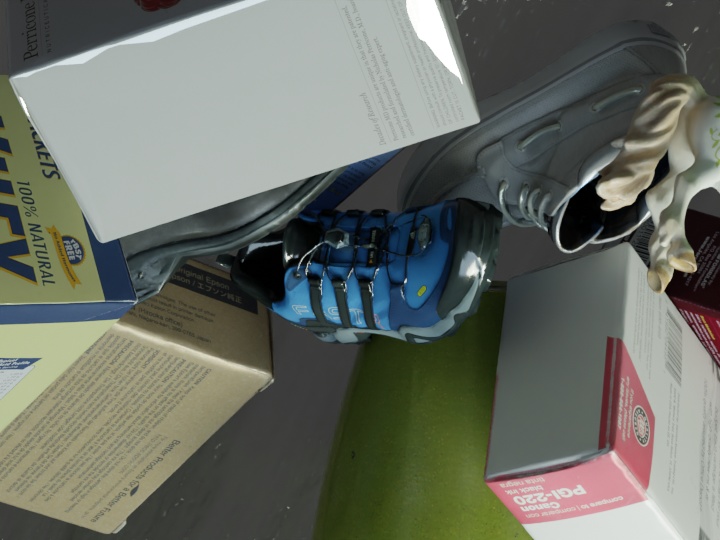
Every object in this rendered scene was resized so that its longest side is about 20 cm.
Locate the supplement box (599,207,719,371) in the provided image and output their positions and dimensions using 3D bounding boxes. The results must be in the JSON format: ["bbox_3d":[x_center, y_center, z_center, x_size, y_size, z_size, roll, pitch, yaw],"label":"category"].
[{"bbox_3d":[0.238,0.031,1.280,0.199,0.061,0.109,20,158,39],"label":"supplement box"}]

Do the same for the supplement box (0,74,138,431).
[{"bbox_3d":[-0.258,0.004,1.178,0.199,0.135,0.200,-1,153,-39],"label":"supplement box"}]

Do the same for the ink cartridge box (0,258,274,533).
[{"bbox_3d":[-0.172,0.064,1.367,0.164,0.076,0.200,21,134,-29],"label":"ink cartridge box"}]

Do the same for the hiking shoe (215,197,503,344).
[{"bbox_3d":[0.000,0.000,1.245,0.086,0.075,0.200,19,158,-28],"label":"hiking shoe"}]

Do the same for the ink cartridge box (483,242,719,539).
[{"bbox_3d":[0.155,0.106,1.261,0.084,0.146,0.200,-17,133,29],"label":"ink cartridge box"}]

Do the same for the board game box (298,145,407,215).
[{"bbox_3d":[-0.071,-0.096,1.223,0.199,0.020,0.103,26,132,-31],"label":"board game box"}]

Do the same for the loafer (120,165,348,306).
[{"bbox_3d":[-0.086,-0.045,1.216,0.199,0.073,0.073,-29,102,12],"label":"loafer"}]

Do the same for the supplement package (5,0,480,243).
[{"bbox_3d":[-0.059,-0.120,1.092,0.199,0.122,0.120,-18,136,6],"label":"supplement package"}]

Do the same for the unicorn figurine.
[{"bbox_3d":[0.207,-0.033,1.149,0.074,0.138,0.200,-4,147,42],"label":"unicorn figurine"}]

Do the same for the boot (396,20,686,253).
[{"bbox_3d":[0.097,-0.048,1.231,0.073,0.096,0.200,28,132,-32],"label":"boot"}]

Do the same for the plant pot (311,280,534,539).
[{"bbox_3d":[0.056,0.108,1.332,0.186,0.202,0.187,0,-177,0],"label":"plant pot"}]
